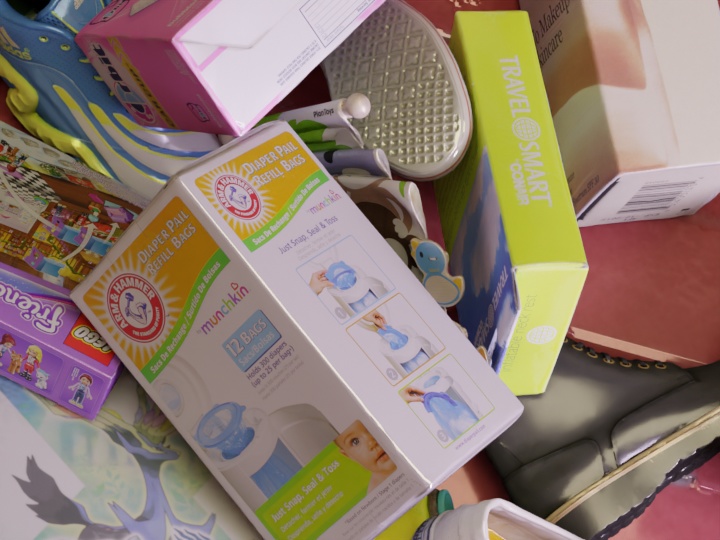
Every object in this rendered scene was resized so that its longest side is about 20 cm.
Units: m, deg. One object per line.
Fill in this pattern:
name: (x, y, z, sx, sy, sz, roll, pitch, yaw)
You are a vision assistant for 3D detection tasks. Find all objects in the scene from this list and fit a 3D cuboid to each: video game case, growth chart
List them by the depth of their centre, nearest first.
video game case: (-0.104, 0.122, 1.276, 0.199, 0.022, 0.183, 7, 47, -17)
growth chart: (0.000, 0.000, 1.327, 0.018, 0.145, 0.201, -22, 93, -39)

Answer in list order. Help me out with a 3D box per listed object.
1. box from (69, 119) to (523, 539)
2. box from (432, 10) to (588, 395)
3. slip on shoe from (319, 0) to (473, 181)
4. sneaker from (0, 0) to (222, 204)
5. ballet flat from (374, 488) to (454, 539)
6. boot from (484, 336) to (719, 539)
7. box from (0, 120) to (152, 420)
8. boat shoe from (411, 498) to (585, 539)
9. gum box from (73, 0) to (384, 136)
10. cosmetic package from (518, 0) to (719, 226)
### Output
box: (-0.034, 0.041, 1.264, 0.200, 0.112, 0.101, 51, 38, 5)
box: (0.077, -0.028, 1.341, 0.047, 0.122, 0.201, -2, 55, -10)
slip on shoe: (0.012, -0.113, 1.371, 0.074, 0.061, 0.200, -43, 44, 6)
sneaker: (-0.147, -0.103, 1.354, 0.200, 0.105, 0.076, 36, 69, 1)
ballet flat: (0.034, 0.215, 1.325, 0.067, 0.067, 0.201, -14, 73, 6)
boot: (0.147, 0.055, 1.391, 0.200, 0.078, 0.138, -33, 75, -23)
box: (-0.201, -0.018, 1.319, 0.200, 0.039, 0.137, 27, 41, -1)
boat shoe: (0.122, 0.179, 1.314, 0.200, 0.070, 0.071, 35, 48, -22)
gum box: (-0.041, -0.161, 1.311, 0.200, 0.113, 0.066, -45, 116, -20)
cosmetic package: (0.152, -0.136, 1.432, 0.087, 0.103, 0.201, -6, 73, -15)
